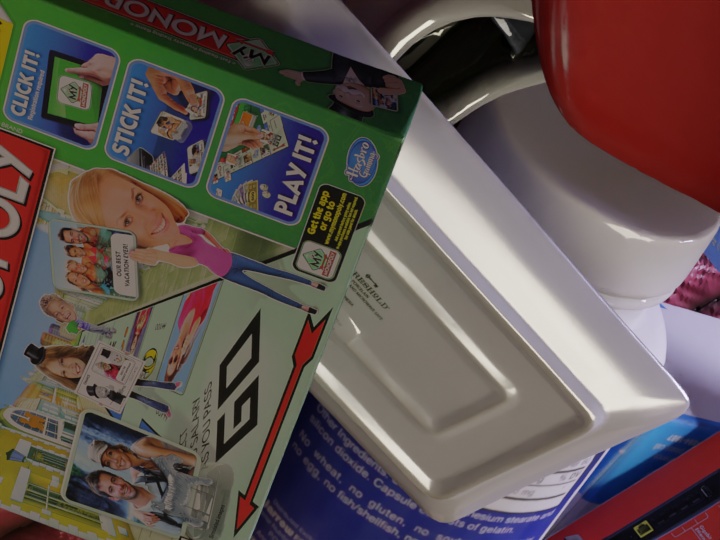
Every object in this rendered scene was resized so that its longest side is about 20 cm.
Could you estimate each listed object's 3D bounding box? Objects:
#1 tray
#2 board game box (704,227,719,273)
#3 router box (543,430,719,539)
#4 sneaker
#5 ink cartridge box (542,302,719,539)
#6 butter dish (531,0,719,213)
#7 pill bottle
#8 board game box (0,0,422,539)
[{"bbox_3d":[0.000,0.000,0.810,0.107,0.022,0.200,-28,115,34],"label":"tray"},{"bbox_3d":[0.214,-0.093,0.989,0.200,0.037,0.151,-24,145,-13],"label":"board game box"},{"bbox_3d":[0.167,0.123,1.057,0.179,0.049,0.200,-31,147,-9],"label":"router box"},{"bbox_3d":[0.059,-0.098,0.821,0.200,0.071,0.073,-39,146,7],"label":"sneaker"},{"bbox_3d":[0.076,0.109,1.080,0.146,0.084,0.200,15,123,-50],"label":"ink cartridge box"},{"bbox_3d":[0.092,-0.113,0.665,0.200,0.147,0.200,-60,161,-45],"label":"butter dish"},{"bbox_3d":[0.035,0.032,0.920,0.119,0.120,0.200,2,132,-41],"label":"pill bottle"},{"bbox_3d":[-0.074,0.003,0.801,0.134,0.029,0.200,20,131,-1],"label":"board game box"}]
